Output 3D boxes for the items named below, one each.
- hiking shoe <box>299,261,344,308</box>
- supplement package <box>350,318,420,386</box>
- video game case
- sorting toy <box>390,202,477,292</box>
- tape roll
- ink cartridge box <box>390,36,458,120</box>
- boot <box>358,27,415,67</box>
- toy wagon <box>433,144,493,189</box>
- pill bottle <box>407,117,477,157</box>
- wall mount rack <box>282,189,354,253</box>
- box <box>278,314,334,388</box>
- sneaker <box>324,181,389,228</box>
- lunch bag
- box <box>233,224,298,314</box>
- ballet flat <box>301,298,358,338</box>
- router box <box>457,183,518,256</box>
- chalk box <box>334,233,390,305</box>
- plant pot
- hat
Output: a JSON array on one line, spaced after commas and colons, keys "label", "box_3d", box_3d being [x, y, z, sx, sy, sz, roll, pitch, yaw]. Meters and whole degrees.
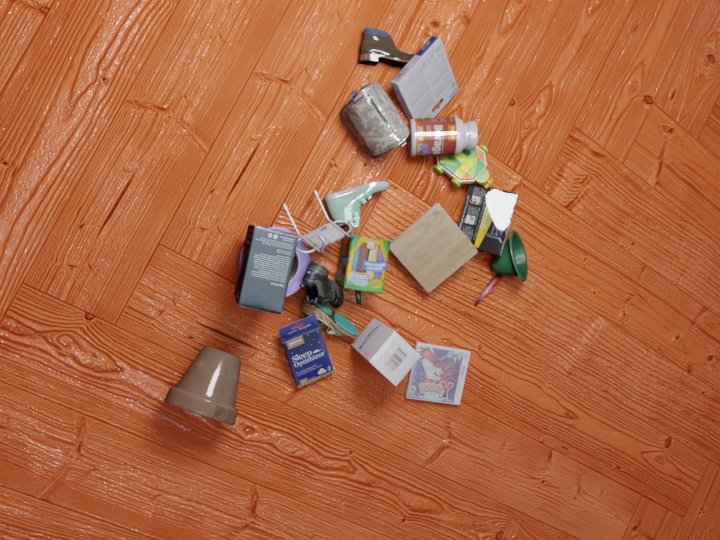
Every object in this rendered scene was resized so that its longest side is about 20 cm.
[{"label": "hiking shoe", "box_3d": [-0.118, 0.063, 1.530, 0.101, 0.075, 0.201, -54, 140, -19]}, {"label": "supplement package", "box_3d": [0.070, 0.237, 1.571, 0.117, 0.200, 0.117, 43, 83, -16]}, {"label": "video game case", "box_3d": [0.254, 0.338, 1.729, 0.197, 0.023, 0.185, 11, 91, -17]}, {"label": "sorting toy", "box_3d": [0.220, -0.075, 1.632, 0.200, 0.070, 0.199, -40, 104, 12]}, {"label": "tape roll", "box_3d": [-0.248, -0.024, 1.512, 0.197, 0.085, 0.203, -2, 95, -18]}, {"label": "ink cartridge box", "box_3d": [0.198, -0.557, 1.599, 0.197, 0.043, 0.200, -49, 140, -8]}, {"label": "boot", "box_3d": [0.094, -0.660, 1.563, 0.197, 0.075, 0.098, -1, 98, -15]}, {"label": "toy wagon", "box_3d": [0.333, -0.334, 1.651, 0.199, 0.040, 0.156, 40, 83, 9]}, {"label": "pill bottle", "box_3d": [0.245, -0.401, 1.588, 0.197, 0.112, 0.114, -3, 96, 0]}, {"label": "wall mount rack", "box_3d": [-0.117, -0.133, 1.467, 0.199, 0.173, 0.075, -30, 147, -37]}, {"label": "box", "box_3d": [-0.159, 0.241, 1.564, 0.120, 0.032, 0.202, -21, 115, -14]}, {"label": "sneaker", "box_3d": [0.002, -0.192, 1.576, 0.198, 0.074, 0.120, -18, 93, -5]}, {"label": "lunch bag", "box_3d": [0.047, -0.435, 1.520, 0.139, 0.168, 0.201, -40, 104, -10]}, {"label": "box", "box_3d": [-0.248, -0.009, 1.367, 0.116, 0.196, 0.203, 11, 92, -17]}, {"label": "ballet flat", "box_3d": [-0.096, 0.150, 1.594, 0.200, 0.071, 0.065, 40, 111, -13]}, {"label": "router box", "box_3d": [0.396, -0.161, 1.675, 0.155, 0.052, 0.203, 17, 90, 13]}, {"label": "chalk box", "box_3d": [0.000, 0.000, 1.568, 0.122, 0.125, 0.203, 10, 91, -17]}, {"label": "plant pot", "box_3d": [-0.410, 0.310, 1.452, 0.198, 0.200, 0.177, 25, 71, -17]}, {"label": "hat", "box_3d": [0.444, -0.022, 1.752, 0.167, 0.174, 0.201, 59, 35, -25]}]
